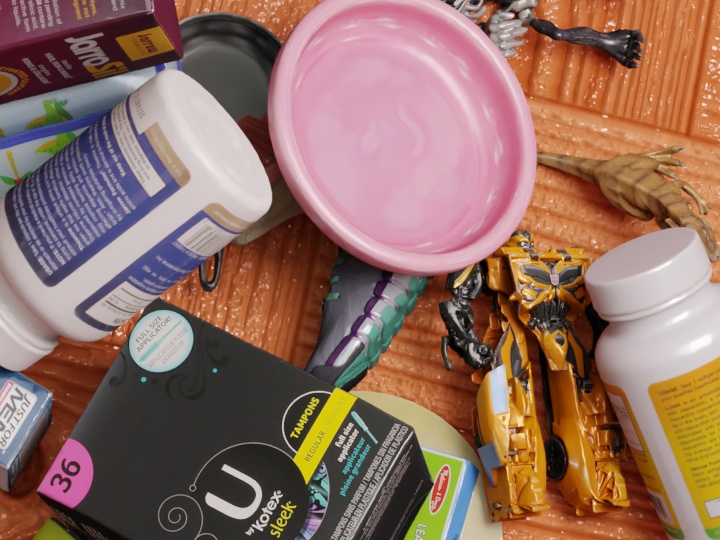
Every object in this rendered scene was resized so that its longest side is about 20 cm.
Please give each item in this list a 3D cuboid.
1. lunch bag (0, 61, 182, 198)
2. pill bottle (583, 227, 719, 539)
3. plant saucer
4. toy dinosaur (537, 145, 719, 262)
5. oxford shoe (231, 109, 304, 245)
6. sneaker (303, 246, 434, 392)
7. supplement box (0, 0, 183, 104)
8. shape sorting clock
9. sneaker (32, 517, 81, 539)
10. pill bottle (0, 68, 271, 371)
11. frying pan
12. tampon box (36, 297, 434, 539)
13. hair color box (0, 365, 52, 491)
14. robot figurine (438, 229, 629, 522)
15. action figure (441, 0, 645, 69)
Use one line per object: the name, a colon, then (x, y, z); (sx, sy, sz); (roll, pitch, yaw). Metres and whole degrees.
lunch bag: (-0.199, -0.096, 1.470); (0.169, 0.127, 0.202); (-14, 89, 3)
pill bottle: (0.223, 0.078, 1.466); (0.110, 0.111, 0.201); (-27, 105, -13)
plant saucer: (0.023, -0.089, 1.464); (0.199, 0.051, 0.202); (10, 68, -26)
toy dinosaur: (0.184, -0.065, 1.545); (0.199, 0.106, 0.061); (24, 105, 37)
oxford shoe: (-0.030, -0.087, 1.520); (0.199, 0.074, 0.071); (-31, 46, -33)
sneaker: (0.000, 0.000, 1.515); (0.087, 0.075, 0.200); (32, 64, 11)
supplement box: (-0.220, -0.162, 1.364); (0.198, 0.110, 0.086); (-13, 79, 3)
shape sorting clock: (-0.002, 0.180, 1.481); (0.198, 0.039, 0.202); (-1, 70, 2)
sneaker: (-0.168, 0.235, 1.385); (0.081, 0.200, 0.074); (-47, 127, -12)
pill bottle: (-0.163, -0.026, 1.379); (0.199, 0.111, 0.111); (-36, 83, 14)
frying pan: (-0.087, -0.089, 1.536); (0.114, 0.031, 0.191); (-18, 83, -10)
tampon box: (-0.077, 0.138, 1.411); (0.199, 0.126, 0.151); (25, 74, 16)
hair color box: (-0.301, 0.063, 1.436); (0.199, 0.100, 0.061); (31, 74, 0)
robot figurine: (0.127, 0.068, 1.500); (0.144, 0.058, 0.202); (0, 78, -32)
action figure: (0.106, -0.203, 1.554); (0.198, 0.102, 0.120); (8, 88, -7)
